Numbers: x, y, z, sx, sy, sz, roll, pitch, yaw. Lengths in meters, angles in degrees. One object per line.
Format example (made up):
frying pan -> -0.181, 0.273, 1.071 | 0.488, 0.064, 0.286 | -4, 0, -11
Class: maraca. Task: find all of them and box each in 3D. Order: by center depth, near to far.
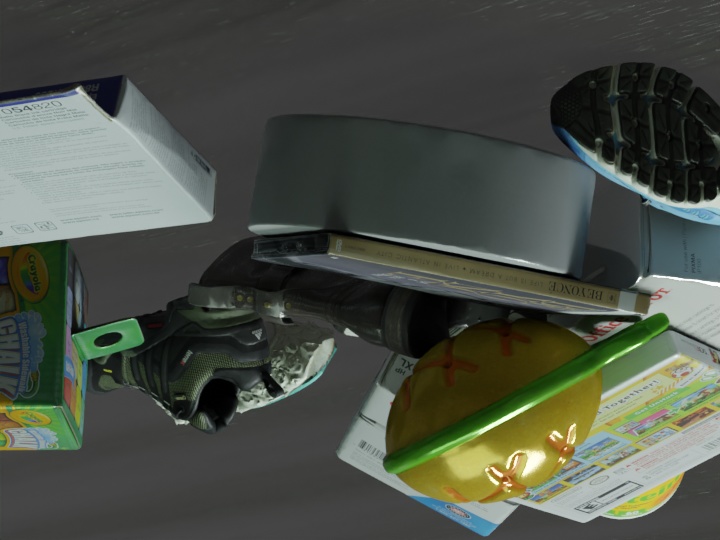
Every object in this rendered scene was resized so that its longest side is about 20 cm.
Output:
maraca -> 0.102, 0.077, 1.317 | 0.199, 0.108, 0.137 | -27, 180, -12

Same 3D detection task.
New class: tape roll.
tape roll -> 0.036, -0.040, 1.234 | 0.198, 0.067, 0.200 | 10, 177, 1

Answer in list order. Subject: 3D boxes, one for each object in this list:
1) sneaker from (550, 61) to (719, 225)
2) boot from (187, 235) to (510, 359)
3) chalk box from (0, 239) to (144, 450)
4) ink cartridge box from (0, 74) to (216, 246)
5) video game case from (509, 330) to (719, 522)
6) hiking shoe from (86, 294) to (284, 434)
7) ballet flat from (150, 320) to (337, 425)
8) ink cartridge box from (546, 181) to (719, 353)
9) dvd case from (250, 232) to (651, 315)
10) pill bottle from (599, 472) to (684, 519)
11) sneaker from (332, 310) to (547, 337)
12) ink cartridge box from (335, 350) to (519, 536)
sneaker -> 0.181, -0.061, 1.245 | 0.199, 0.079, 0.090 | 20, 159, -36
boot -> 0.000, 0.000, 1.413 | 0.173, 0.070, 0.200 | 11, -163, 29
chalk box -> -0.255, 0.056, 1.491 | 0.198, 0.125, 0.125 | 0, 161, 1
ink cartridge box -> -0.212, -0.072, 1.267 | 0.198, 0.041, 0.200 | -6, 159, 17
video game case -> 0.185, 0.114, 1.477 | 0.199, 0.023, 0.181 | -32, 148, 28
hiking shoe -> -0.140, 0.078, 1.561 | 0.075, 0.101, 0.199 | -13, 174, -44
ballet flat -> -0.104, 0.075, 1.632 | 0.071, 0.072, 0.199 | 16, 154, -37
ink cartridge box -> 0.240, 0.001, 1.395 | 0.198, 0.084, 0.146 | 7, 159, -20
dvd case -> 0.050, 0.004, 1.237 | 0.198, 0.016, 0.149 | 10, 176, -19
pill bottle -> 0.212, 0.122, 1.680 | 0.110, 0.112, 0.200 | -1, 160, 4
sneaker -> 0.073, 0.044, 1.510 | 0.198, 0.088, 0.076 | -1, 162, 9
ink cartridge box -> 0.075, 0.119, 1.645 | 0.144, 0.084, 0.200 | 29, 158, 1
